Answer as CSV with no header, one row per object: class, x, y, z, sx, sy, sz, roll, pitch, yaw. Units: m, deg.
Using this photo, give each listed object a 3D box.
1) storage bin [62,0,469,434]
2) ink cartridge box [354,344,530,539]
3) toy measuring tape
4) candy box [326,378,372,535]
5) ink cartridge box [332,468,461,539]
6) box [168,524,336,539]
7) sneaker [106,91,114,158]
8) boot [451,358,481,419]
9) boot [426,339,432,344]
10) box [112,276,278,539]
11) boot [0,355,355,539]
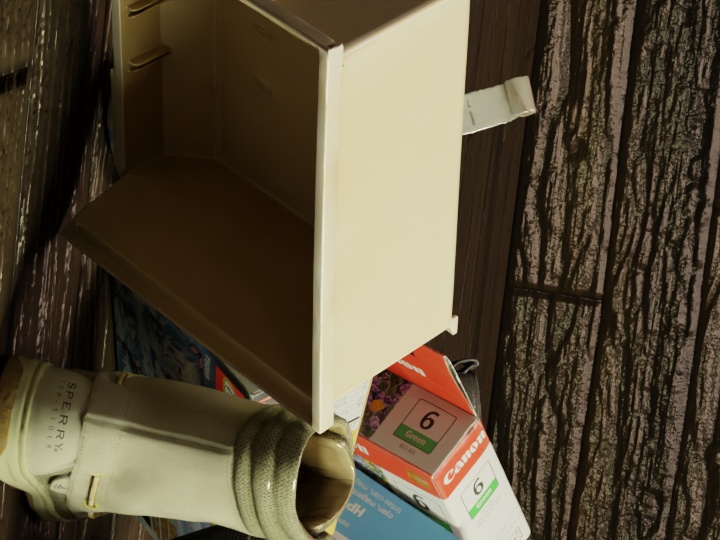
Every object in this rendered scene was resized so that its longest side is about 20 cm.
storage bin,-0.050,-0.073,1.246,0.093,0.198,0.201,-30,139,-33
ink cartridge box,0.024,0.099,1.675,0.050,0.109,0.200,-51,145,-18
toy measuring tape,0.000,-0.078,1.578,0.074,0.199,0.074,167,-90,-90
candy box,-0.053,0.056,1.503,0.056,0.117,0.201,-24,151,-26
ink cartridge box,-0.036,0.230,1.693,0.200,0.125,0.129,-50,160,-18
box,-0.098,0.217,1.335,0.044,0.160,0.201,42,45,-31
sneaker,-0.088,-0.073,1.456,0.073,0.072,0.200,57,5,19
boot,0.003,0.148,1.854,0.069,0.173,0.202,0,-99,65
boot,-0.032,-0.034,1.673,0.200,0.074,0.075,51,-1,-27
box,-0.075,0.088,1.460,0.137,0.040,0.201,47,-31,37
boot,-0.077,0.090,1.326,0.200,0.154,0.073,53,47,-76
